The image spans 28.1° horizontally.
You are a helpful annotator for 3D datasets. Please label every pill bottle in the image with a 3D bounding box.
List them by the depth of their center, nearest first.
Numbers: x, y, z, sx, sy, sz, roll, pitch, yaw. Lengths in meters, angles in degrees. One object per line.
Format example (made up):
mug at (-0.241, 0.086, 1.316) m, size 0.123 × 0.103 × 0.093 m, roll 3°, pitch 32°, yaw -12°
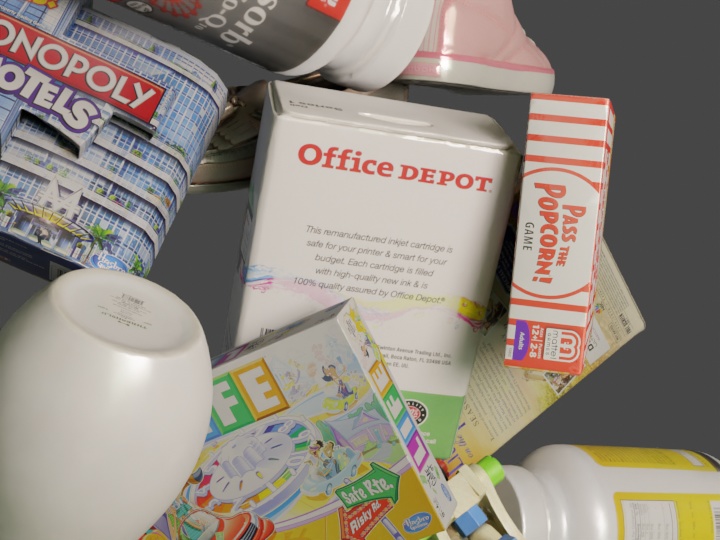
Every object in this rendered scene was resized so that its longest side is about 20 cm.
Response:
pill bottle at (-0.060, -0.181, 0.827) m, size 0.199 × 0.115 × 0.117 m, roll 18°, pitch 74°, yaw -36°
pill bottle at (0.167, 0.179, 1.002) m, size 0.199 × 0.112 × 0.113 m, roll 7°, pitch 80°, yaw -31°

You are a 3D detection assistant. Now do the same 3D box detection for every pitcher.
pitcher at (-0.177, 0.096, 0.759) m, size 0.170 × 0.121 × 0.201 m, roll 19°, pitch 115°, yaw -12°

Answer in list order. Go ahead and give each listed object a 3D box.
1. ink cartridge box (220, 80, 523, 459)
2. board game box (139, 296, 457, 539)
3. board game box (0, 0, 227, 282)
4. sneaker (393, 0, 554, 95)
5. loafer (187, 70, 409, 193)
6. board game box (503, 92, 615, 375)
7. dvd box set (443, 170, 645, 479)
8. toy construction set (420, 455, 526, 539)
ink cartridge box at (0.000, 0.000, 0.858) m, size 0.144 × 0.084 × 0.201 m, roll 8°, pitch 111°, yaw -10°
board game box at (-0.062, 0.115, 0.824) m, size 0.135 × 0.199 × 0.034 m, roll 62°, pitch 23°, yaw -9°
board game box at (-0.182, -0.108, 0.818) m, size 0.199 × 0.062 × 0.201 m, roll 23°, pitch 65°, yaw -4°
sneaker at (0.082, -0.171, 0.970) m, size 0.200 × 0.075 × 0.106 m, roll -5°, pitch 97°, yaw -64°
loafer at (-0.052, -0.102, 0.914) m, size 0.199 × 0.072 × 0.063 m, roll -16°, pitch 132°, yaw -35°
board game box at (0.123, -0.025, 0.872) m, size 0.046 × 0.200 × 0.153 m, roll 6°, pitch 95°, yaw 11°
dvd box set at (0.091, 0.037, 0.984) m, size 0.200 × 0.029 × 0.147 m, roll -37°, pitch 111°, yaw -17°
toy construction set at (0.055, 0.190, 0.903) m, size 0.092 × 0.200 × 0.131 m, roll -28°, pitch 67°, yaw -40°
